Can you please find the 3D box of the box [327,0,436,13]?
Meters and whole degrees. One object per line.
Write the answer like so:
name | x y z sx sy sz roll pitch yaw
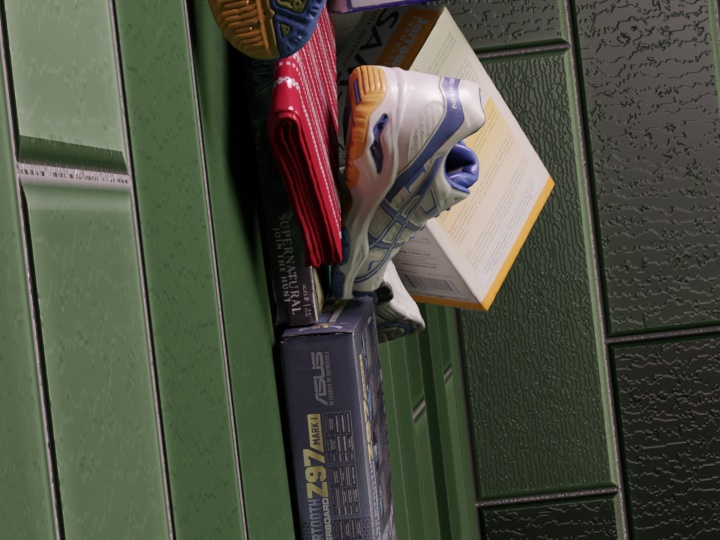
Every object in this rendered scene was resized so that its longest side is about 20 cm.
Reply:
box | 0.045 -0.234 1.635 0.200 0.183 0.106 -154 -125 -75

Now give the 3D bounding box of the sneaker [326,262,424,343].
sneaker | 0.000 0.000 1.753 0.200 0.074 0.088 71 8 -71

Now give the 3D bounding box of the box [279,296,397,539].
box | -0.011 0.125 1.560 0.158 0.051 0.201 -63 147 -82

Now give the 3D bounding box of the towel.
towel | -0.035 -0.118 1.454 0.145 0.022 0.201 76 10 -51

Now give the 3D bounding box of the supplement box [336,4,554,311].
supplement box | 0.049 -0.081 1.781 0.126 0.073 0.200 -60 136 -25

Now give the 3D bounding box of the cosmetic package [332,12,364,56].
cosmetic package | -0.003 -0.121 1.859 0.102 0.071 0.201 -82 166 -71

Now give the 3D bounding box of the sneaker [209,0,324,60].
sneaker | -0.049 -0.208 1.324 0.088 0.075 0.201 53 32 -82

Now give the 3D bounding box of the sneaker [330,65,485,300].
sneaker | 0.028 -0.045 1.518 0.200 0.088 0.076 103 -14 -56

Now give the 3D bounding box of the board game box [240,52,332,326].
board game box | -0.046 -0.076 1.541 0.135 0.028 0.201 -73 156 -78
